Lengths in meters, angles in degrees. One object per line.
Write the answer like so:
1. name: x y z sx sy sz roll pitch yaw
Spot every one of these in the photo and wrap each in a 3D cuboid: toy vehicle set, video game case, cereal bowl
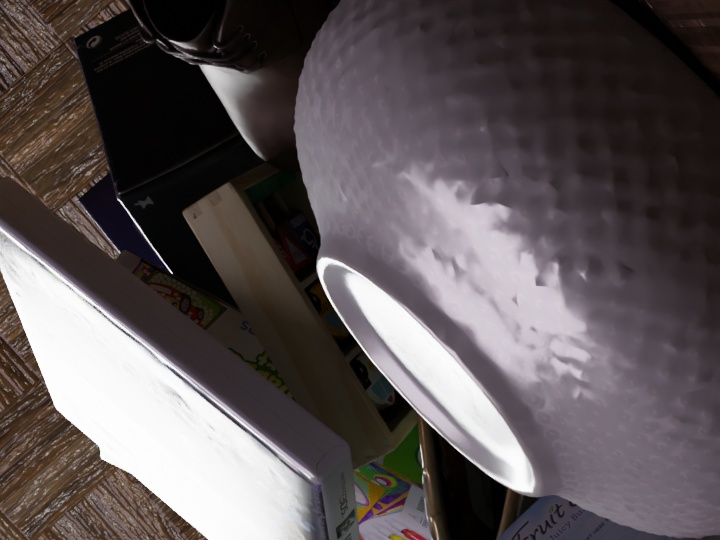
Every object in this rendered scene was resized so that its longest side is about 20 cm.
1. toy vehicle set: 0.000 0.000 0.742 0.124 0.026 0.200 58 -158 -3
2. video game case: -0.078 0.067 0.728 0.200 0.023 0.182 36 155 23
3. cereal bowl: 0.049 0.005 0.485 0.200 0.083 0.200 44 167 13

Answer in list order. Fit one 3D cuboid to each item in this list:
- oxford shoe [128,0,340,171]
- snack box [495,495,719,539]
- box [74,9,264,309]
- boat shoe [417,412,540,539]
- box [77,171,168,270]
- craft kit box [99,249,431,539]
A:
1. oxford shoe: -0.053 -0.098 0.603 0.073 0.085 0.200 5 143 23
2. snack box: 0.135 0.148 0.653 0.068 0.169 0.200 43 174 49
3. box: -0.062 -0.031 0.877 0.200 0.079 0.141 59 -173 -43
4. boat shoe: 0.046 0.027 0.617 0.076 0.072 0.200 -34 -61 -54
5. box: -0.064 -0.054 1.111 0.141 0.200 0.079 49 179 12
6. craft kit box: -0.043 0.090 0.846 0.197 0.049 0.200 28 154 9
